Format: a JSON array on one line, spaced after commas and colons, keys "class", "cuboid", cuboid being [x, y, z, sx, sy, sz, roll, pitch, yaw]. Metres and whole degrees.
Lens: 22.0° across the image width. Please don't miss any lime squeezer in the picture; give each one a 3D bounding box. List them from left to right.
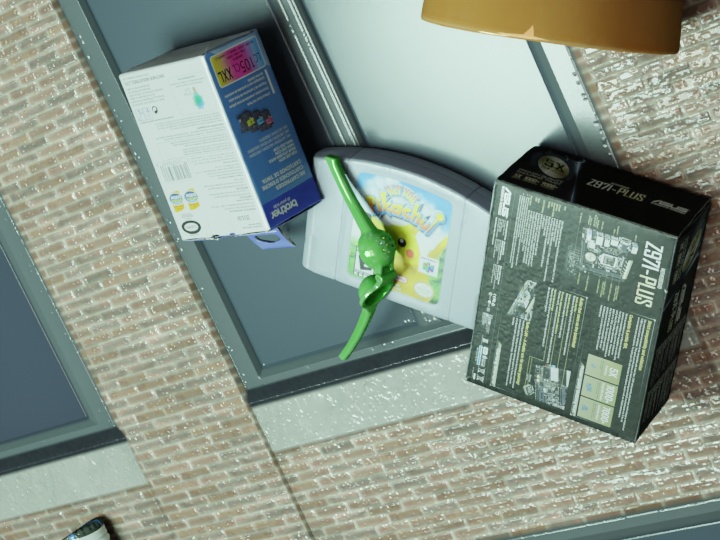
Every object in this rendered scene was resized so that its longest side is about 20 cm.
[{"class": "lime squeezer", "cuboid": [0.000, 0.000, 1.649, 0.070, 0.038, 0.201, 10, 118, 27]}]

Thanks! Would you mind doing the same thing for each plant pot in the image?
[{"class": "plant pot", "cuboid": [0.152, -0.246, 1.397, 0.199, 0.200, 0.141, 13, 103, 25]}]

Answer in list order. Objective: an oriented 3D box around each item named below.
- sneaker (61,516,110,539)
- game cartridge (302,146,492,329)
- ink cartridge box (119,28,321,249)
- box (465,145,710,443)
[{"class": "sneaker", "cuboid": [-0.335, 0.347, 2.034, 0.200, 0.076, 0.077, -37, 87, 39]}, {"class": "game cartridge", "cuboid": [0.041, -0.035, 1.652, 0.199, 0.040, 0.134, 19, 117, 22]}, {"class": "ink cartridge box", "cuboid": [-0.122, -0.105, 1.671, 0.136, 0.076, 0.201, -4, 110, 49]}, {"class": "box", "cuboid": [0.189, 0.018, 1.556, 0.163, 0.086, 0.201, 19, 121, 22]}]
